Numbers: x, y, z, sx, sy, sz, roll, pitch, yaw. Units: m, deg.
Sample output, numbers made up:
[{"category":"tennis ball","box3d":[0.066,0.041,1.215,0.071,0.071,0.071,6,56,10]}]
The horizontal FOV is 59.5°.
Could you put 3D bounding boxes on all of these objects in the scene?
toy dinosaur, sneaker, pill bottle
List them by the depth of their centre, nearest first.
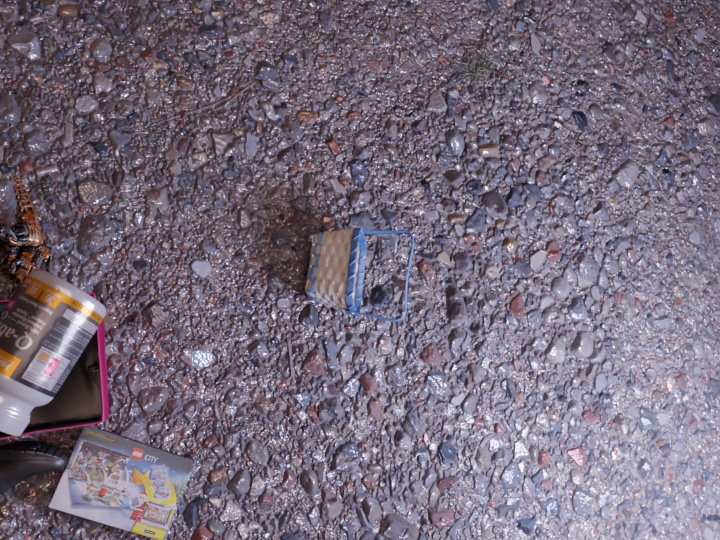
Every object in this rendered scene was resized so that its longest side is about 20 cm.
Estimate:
[{"category":"pill bottle","box3d":[-0.447,0.110,0.853,0.116,0.116,0.201,31,70,-12]},{"category":"sneaker","box3d":[-0.576,0.323,1.008,0.197,0.076,0.092,0,86,-11]},{"category":"toy dinosaur","box3d":[-0.593,-0.049,1.070,0.135,0.102,0.202,5,62,-42]}]

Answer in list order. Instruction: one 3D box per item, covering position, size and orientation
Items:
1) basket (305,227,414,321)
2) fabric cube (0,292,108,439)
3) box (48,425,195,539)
[{"category":"basket","box3d":[0.000,0.000,1.226,0.197,0.139,0.179,6,76,13]},{"category":"fabric cube","box3d":[-0.507,0.153,0.991,0.198,0.199,0.199,-5,82,-21]},{"category":"box","box3d":[-0.402,0.361,1.074,0.198,0.038,0.138,24,72,-14]}]
